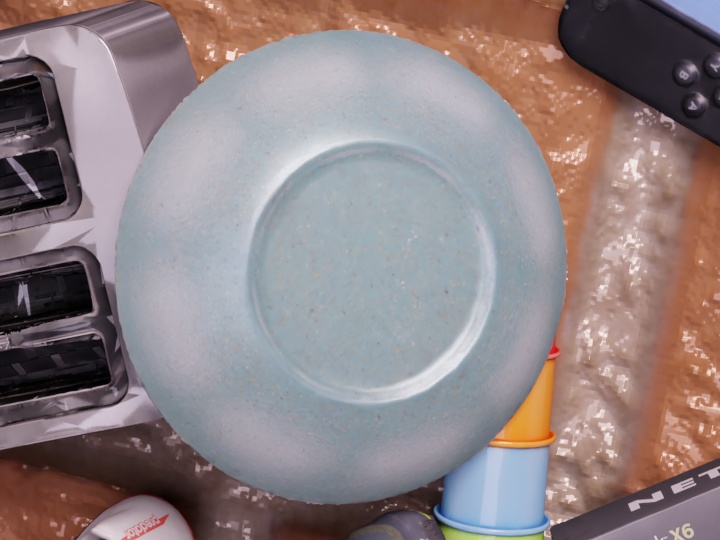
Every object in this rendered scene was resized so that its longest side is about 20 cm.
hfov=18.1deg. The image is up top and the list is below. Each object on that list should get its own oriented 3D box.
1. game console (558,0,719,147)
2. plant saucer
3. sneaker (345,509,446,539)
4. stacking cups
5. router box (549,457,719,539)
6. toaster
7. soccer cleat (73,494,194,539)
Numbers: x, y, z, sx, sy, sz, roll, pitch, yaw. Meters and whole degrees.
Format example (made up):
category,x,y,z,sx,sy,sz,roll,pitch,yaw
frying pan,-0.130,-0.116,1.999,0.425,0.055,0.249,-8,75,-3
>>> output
category,x,y,z,sx,sy,sz,roll,pitch,yaw
game console,0.173,-0.129,0.893,0.176,0.116,0.200,33,113,16
plant saucer,0.000,0.000,0.935,0.201,0.039,0.201,-1,93,-18
sneaker,-0.041,0.173,1.013,0.200,0.081,0.074,-40,55,21
stacking cups,0.065,0.093,1.012,0.060,0.061,0.200,9,100,9
router box,0.203,0.150,0.983,0.200,0.052,0.157,-23,95,4
toaster,-0.146,-0.016,1.001,0.200,0.119,0.181,-11,99,12
soccer cleat,-0.152,0.184,1.051,0.069,0.085,0.200,44,103,13
